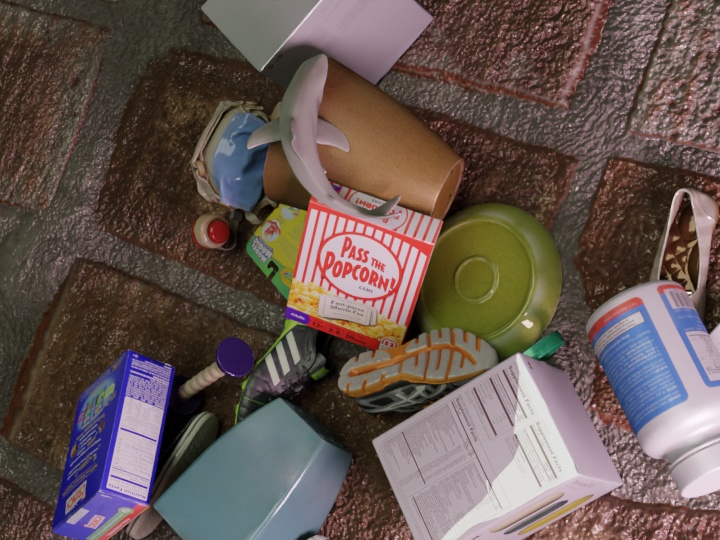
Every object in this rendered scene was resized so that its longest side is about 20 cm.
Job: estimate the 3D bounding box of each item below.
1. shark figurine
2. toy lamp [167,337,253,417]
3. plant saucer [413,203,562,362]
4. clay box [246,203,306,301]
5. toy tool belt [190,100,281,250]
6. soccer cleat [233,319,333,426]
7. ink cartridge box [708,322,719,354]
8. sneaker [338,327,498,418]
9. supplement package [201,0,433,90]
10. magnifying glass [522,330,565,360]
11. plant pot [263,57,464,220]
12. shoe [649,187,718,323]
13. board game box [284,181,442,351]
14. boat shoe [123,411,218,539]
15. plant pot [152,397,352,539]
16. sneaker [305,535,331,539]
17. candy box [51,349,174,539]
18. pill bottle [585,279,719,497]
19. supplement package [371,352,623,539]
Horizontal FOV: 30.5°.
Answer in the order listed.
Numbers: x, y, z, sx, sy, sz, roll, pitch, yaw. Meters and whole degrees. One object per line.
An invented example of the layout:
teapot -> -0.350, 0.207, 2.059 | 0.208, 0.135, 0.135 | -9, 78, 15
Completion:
shark figurine -> -0.050, -0.126, 1.454 | 0.128, 0.090, 0.215 | -28, 80, 0
toy lamp -> -0.207, 0.143, 1.695 | 0.200, 0.058, 0.058 | -37, 58, 50
plant saucer -> 0.144, 0.013, 1.586 | 0.199, 0.031, 0.201 | -7, 75, 27
clay box -> -0.047, -0.062, 1.700 | 0.200, 0.048, 0.115 | -47, 62, 11
toy tool belt -> -0.155, -0.123, 1.722 | 0.123, 0.125, 0.201 | 7, 81, 52
soccer cleat -> -0.088, 0.127, 1.652 | 0.081, 0.068, 0.200 | 25, 76, 26
ink cartridge box -> 0.419, 0.160, 1.365 | 0.147, 0.083, 0.200 | -48, 60, 11
sneaker -> 0.075, 0.127, 1.571 | 0.199, 0.077, 0.078 | -12, 40, 27
supplement package -> -0.053, -0.329, 1.680 | 0.191, 0.200, 0.147 | -47, 60, 11
magnifying glass -> 0.157, 0.133, 1.531 | 0.200, 0.080, 0.022 | -43, 77, 26
plant pot -> 0.015, -0.129, 1.572 | 0.199, 0.186, 0.187 | 25, 91, 15
shoe -> 0.350, 0.005, 1.459 | 0.070, 0.053, 0.201 | 7, 82, 30
board game box -> 0.000, 0.000, 1.558 | 0.151, 0.200, 0.046 | 19, 44, 5
boat shoe -> -0.258, 0.259, 1.726 | 0.062, 0.075, 0.200 | 41, 104, 24
plant pot -> -0.117, 0.265, 1.613 | 0.141, 0.141, 0.200 | 39, 90, 30
sneaker -> -0.051, 0.422, 1.569 | 0.090, 0.078, 0.201 | 13, 85, 28
candy box -> -0.318, 0.229, 1.694 | 0.169, 0.077, 0.201 | -39, 36, 47
pill bottle -> 0.314, 0.120, 1.322 | 0.112, 0.112, 0.201 | -31, 61, 19
supplement package -> 0.152, 0.213, 1.461 | 0.200, 0.152, 0.151 | -33, 65, 18
